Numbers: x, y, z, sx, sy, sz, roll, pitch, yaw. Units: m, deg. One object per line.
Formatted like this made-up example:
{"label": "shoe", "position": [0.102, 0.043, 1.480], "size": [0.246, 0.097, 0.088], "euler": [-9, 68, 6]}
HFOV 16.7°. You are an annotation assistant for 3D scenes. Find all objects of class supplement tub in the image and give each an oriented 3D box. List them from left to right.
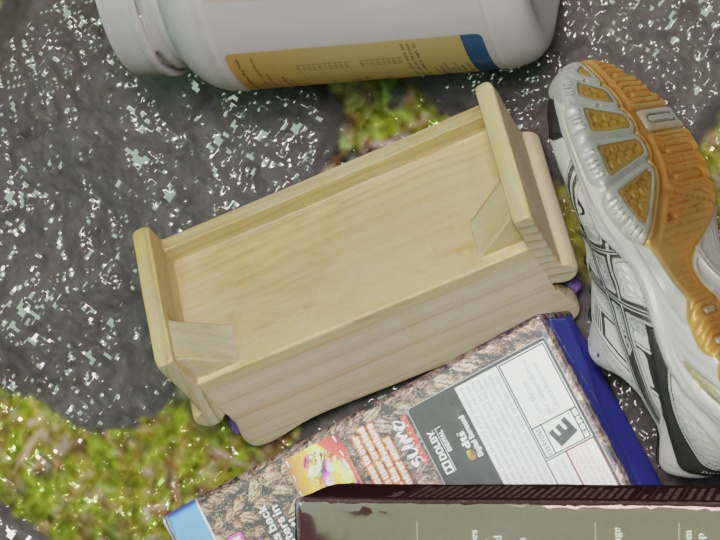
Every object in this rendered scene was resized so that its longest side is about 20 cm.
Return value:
{"label": "supplement tub", "position": [-0.014, -0.159, 1.140], "size": [0.199, 0.145, 0.146], "euler": [-3, 85, 14]}

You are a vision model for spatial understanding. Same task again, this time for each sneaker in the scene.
{"label": "sneaker", "position": [0.124, 0.002, 1.112], "size": [0.088, 0.075, 0.201], "euler": [-45, 62, 46]}

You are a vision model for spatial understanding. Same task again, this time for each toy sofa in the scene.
{"label": "toy sofa", "position": [0.000, 0.000, 1.166], "size": [0.199, 0.098, 0.083], "euler": [-23, 56, 12]}

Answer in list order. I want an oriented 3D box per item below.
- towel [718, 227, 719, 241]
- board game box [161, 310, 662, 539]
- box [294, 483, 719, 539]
{"label": "towel", "position": [0.229, 0.036, 1.064], "size": [0.200, 0.022, 0.145], "euler": [-16, 84, 52]}
{"label": "board game box", "position": [0.040, 0.134, 1.121], "size": [0.199, 0.097, 0.160], "euler": [-28, 84, 11]}
{"label": "box", "position": [0.076, 0.142, 1.027], "size": [0.199, 0.075, 0.101], "euler": [0, 91, 11]}
